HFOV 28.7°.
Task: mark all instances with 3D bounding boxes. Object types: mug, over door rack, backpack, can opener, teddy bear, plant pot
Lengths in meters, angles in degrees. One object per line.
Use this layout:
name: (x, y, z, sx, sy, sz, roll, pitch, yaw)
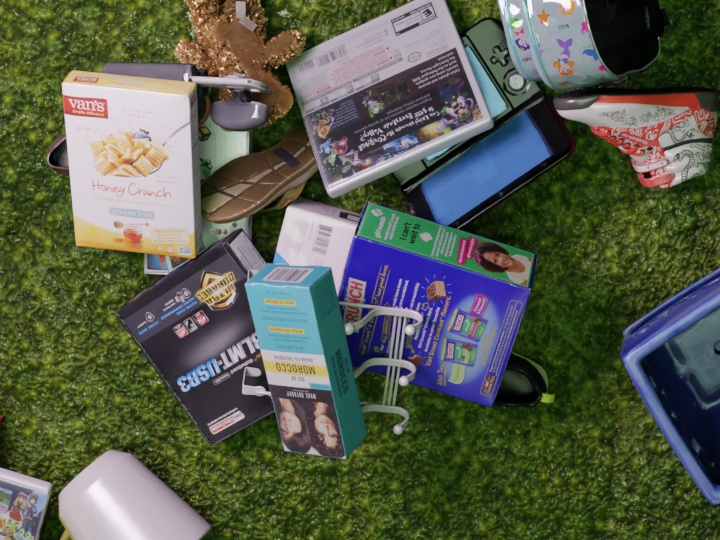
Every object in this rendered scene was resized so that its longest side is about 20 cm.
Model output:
mug: (-0.294, 0.312, 1.685, 0.186, 0.149, 0.154, -42, 87, 4)
over door rack: (-0.039, 0.097, 1.519, 0.197, 0.067, 0.149, 13, 124, 9)
backpack: (0.230, -0.279, 1.498, 0.149, 0.200, 0.180, -9, 102, 27)
can opener: (-0.190, -0.189, 1.529, 0.197, 0.053, 0.068, 4, 87, 23)
teddy bear: (-0.138, -0.252, 1.588, 0.144, 0.067, 0.201, -32, 85, -20)
plant pot: (0.410, 0.105, 1.563, 0.199, 0.180, 0.201, -33, 96, 10)

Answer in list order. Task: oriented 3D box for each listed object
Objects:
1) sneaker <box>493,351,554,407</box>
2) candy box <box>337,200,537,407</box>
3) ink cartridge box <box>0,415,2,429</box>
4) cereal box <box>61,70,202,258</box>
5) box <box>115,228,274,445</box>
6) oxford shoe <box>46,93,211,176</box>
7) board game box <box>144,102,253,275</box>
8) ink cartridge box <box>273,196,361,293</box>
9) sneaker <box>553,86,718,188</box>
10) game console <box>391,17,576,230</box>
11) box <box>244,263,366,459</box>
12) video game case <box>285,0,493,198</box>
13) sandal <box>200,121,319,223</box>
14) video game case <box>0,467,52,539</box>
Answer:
sneaker: (0.130, 0.113, 1.637, 0.197, 0.083, 0.073, 13, 101, 2)
candy box: (0.074, 0.038, 1.539, 0.197, 0.077, 0.171, 16, 125, 1)
ink cartridge box: (-0.508, 0.230, 1.721, 0.114, 0.067, 0.203, 13, 102, 2)
cereal box: (-0.247, -0.114, 1.540, 0.142, 0.040, 0.202, 6, 123, 7)
box: (-0.156, 0.080, 1.636, 0.199, 0.050, 0.200, -29, 100, 32)
oxford shoe: (-0.261, -0.153, 1.590, 0.198, 0.073, 0.072, -25, 95, 6)
board game box: (-0.190, -0.095, 1.649, 0.124, 0.035, 0.203, 3, 101, 5)
ink cartridge box: (0.000, 0.000, 1.634, 0.197, 0.068, 0.118, 16, 105, 2)
sneaker: (0.305, -0.145, 1.557, 0.198, 0.067, 0.110, -4, 105, -20)
game console: (0.113, -0.158, 1.570, 0.199, 0.119, 0.173, -33, 97, 9)
box: (-0.056, 0.094, 1.461, 0.081, 0.049, 0.203, 3, 117, 30)
video game case: (0.029, -0.198, 1.572, 0.198, 0.023, 0.184, -23, 64, 9)
sandal: (-0.094, -0.106, 1.609, 0.199, 0.080, 0.054, -33, 140, -15)
video game case: (-0.486, 0.312, 1.691, 0.197, 0.023, 0.185, 17, 102, -1)
